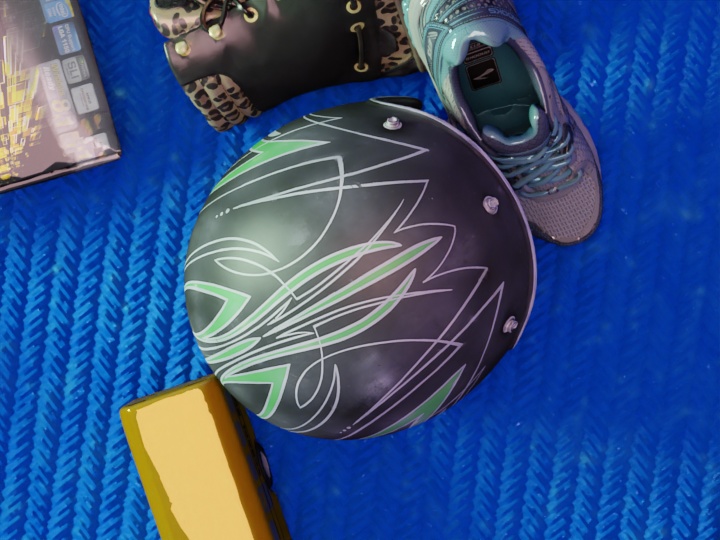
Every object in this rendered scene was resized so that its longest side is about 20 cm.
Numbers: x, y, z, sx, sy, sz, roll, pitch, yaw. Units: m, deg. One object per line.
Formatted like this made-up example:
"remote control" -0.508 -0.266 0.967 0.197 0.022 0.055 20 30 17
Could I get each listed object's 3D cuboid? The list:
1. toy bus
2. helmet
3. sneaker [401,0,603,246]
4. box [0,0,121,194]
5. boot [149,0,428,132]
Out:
"toy bus" -0.075 0.162 1.672 0.065 0.078 0.201 -19 92 6
"helmet" 0.000 0.000 1.594 0.199 0.191 0.201 1 99 5
"sneaker" 0.082 -0.078 1.607 0.077 0.086 0.200 -29 125 6
"box" -0.241 -0.137 1.666 0.160 0.049 0.201 -16 93 -9
"boot" -0.047 -0.167 1.616 0.150 0.073 0.200 -20 136 11
